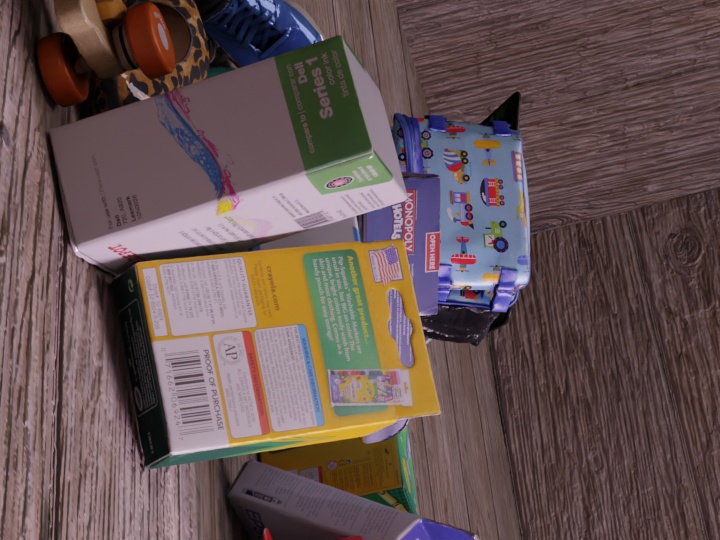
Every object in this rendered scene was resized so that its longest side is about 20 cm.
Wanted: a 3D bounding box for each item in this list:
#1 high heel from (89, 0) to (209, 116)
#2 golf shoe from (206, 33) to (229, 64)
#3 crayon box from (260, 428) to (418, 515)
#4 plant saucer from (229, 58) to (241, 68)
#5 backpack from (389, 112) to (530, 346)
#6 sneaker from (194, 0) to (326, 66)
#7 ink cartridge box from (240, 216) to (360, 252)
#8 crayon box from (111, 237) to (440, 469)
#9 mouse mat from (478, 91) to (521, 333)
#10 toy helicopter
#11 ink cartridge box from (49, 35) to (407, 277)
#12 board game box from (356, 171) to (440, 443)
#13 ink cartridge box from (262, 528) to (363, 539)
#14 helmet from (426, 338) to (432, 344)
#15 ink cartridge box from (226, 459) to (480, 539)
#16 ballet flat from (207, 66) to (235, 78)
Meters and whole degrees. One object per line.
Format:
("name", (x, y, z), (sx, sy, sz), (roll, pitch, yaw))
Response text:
("high heel", (-0.152, -0.167, 1.507), (0.143, 0.071, 0.201), (75, 13, -64))
("golf shoe", (-0.147, -0.274, 1.820), (0.088, 0.077, 0.202), (-152, -127, -79))
("crayon box", (-0.022, 0.131, 1.780), (0.058, 0.118, 0.201), (69, 11, -45))
("plant saucer", (-0.068, -0.170, 1.975), (0.200, 0.030, 0.200), (40, 4, -4))
("backpack", (0.028, -0.041, 1.774), (0.135, 0.198, 0.184), (128, -34, -65))
("sneaker", (-0.106, -0.207, 1.724), (0.200, 0.077, 0.111), (47, 18, -9))
("ink cartridge box", (-0.060, 0.016, 1.581), (0.200, 0.084, 0.146), (117, -35, -64))
("crayon box", (-0.055, 0.053, 1.416), (0.052, 0.199, 0.127), (-32, -113, 59))
("mouse mat", (0.115, -0.044, 1.874), (0.161, 0.007, 0.202), (140, -45, -77))
("toy helicopter", (-0.186, -0.208, 1.336), (0.200, 0.078, 0.133), (62, 15, -50))
("ink cartridge box", (-0.083, -0.067, 1.380), (0.145, 0.199, 0.085), (43, 31, -77))
("board game box", (0.000, 0.000, 1.630), (0.200, 0.061, 0.202), (-132, -140, -65))
("ink cartridge box", (-0.010, 0.274, 1.531), (0.201, 0.067, 0.117), (68, 11, -48))
("helmet", (0.004, -0.005, 1.931), (0.191, 0.198, 0.201), (-86, 160, -71))
("ink cartridge box", (0.014, 0.236, 1.625), (0.041, 0.199, 0.200), (-59, 147, -28))
("ballet flat", (-0.097, -0.096, 1.813), (0.201, 0.070, 0.068), (69, 10, -48))
